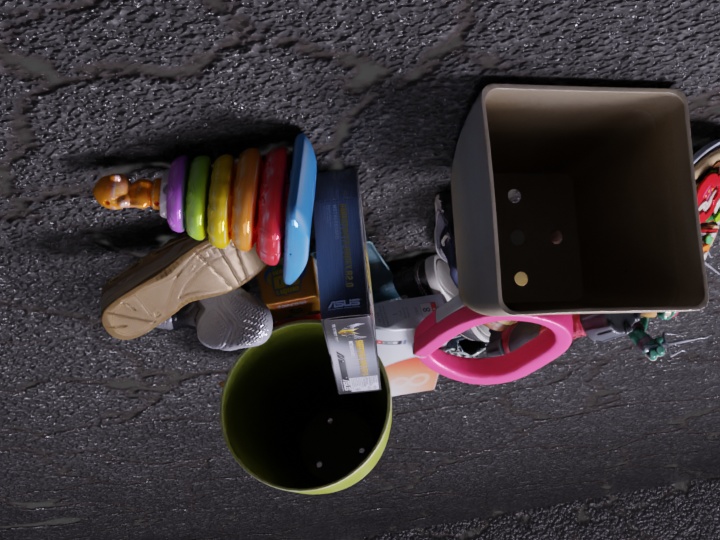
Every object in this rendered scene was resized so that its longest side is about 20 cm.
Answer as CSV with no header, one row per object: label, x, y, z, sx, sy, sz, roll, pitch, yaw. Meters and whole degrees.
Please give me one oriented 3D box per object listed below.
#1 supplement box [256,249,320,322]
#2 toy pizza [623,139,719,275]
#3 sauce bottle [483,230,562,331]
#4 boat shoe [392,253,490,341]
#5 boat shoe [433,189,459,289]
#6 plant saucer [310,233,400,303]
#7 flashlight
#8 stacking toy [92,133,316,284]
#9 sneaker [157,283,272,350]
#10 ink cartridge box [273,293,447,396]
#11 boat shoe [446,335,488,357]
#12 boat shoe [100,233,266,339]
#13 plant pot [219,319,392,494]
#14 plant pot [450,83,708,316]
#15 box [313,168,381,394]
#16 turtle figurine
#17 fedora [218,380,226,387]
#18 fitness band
supplement box,-0.066,0.038,1.480,0.066,0.069,0.200,-12,157,6
toy pizza,0.332,-0.041,1.278,0.200,0.032,0.200,-37,147,-30
sauce bottle,0.200,-0.011,1.397,0.066,0.066,0.200,10,139,-38
boat shoe,0.104,0.040,1.534,0.060,0.074,0.200,-16,155,22
boat shoe,0.116,-0.012,1.369,0.074,0.093,0.200,-10,159,8
plant saucer,0.000,0.000,1.469,0.070,0.019,0.200,-12,160,10
flashlight,0.225,0.069,1.437,0.068,0.068,0.200,-3,170,-33
stacking toy,-0.142,-0.065,1.154,0.199,0.110,0.116,5,144,-1
sneaker,-0.146,0.042,1.404,0.200,0.076,0.114,11,-175,41
ink cartridge box,-0.001,0.099,1.479,0.200,0.050,0.162,-11,149,-12
boat shoe,0.143,0.087,1.686,0.075,0.062,0.200,8,155,-41
boat shoe,-0.182,-0.006,1.315,0.200,0.069,0.074,-27,128,-6
plant pot,-0.043,0.174,1.441,0.187,0.188,0.200,-10,159,7
plant pot,0.179,-0.049,1.179,0.199,0.201,0.177,-1,171,-17
box,-0.013,0.016,1.280,0.048,0.159,0.200,-5,153,1
turtle figurine,0.337,0.033,1.522,0.200,0.150,0.101,12,170,-30
fedora,-0.084,0.115,1.640,0.200,0.082,0.201,-4,169,-1
fitness band,0.142,0.076,1.384,0.143,0.038,0.200,17,150,-22
